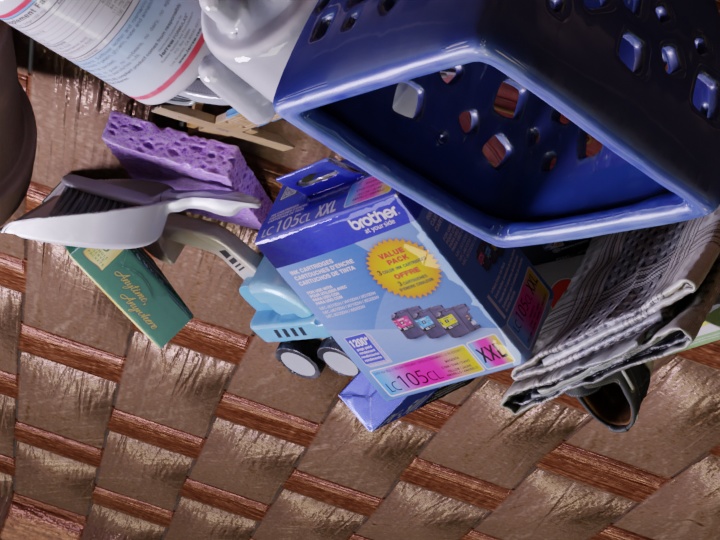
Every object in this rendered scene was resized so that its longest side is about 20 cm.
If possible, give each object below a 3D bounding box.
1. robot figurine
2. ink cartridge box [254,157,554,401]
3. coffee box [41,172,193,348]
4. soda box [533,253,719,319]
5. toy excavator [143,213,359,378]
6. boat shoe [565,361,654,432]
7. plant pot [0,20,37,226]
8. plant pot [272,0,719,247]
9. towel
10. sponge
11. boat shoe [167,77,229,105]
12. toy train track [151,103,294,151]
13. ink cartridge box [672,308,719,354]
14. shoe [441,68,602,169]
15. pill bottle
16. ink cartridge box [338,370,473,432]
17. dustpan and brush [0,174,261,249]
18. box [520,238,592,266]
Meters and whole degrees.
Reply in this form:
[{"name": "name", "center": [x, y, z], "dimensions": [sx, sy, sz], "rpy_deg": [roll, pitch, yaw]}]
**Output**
[{"name": "robot figurine", "center": [-0.025, -0.156, 1.356], "dimensions": [0.169, 0.114, 0.200], "rpy_deg": [-28, 138, 24]}, {"name": "ink cartridge box", "center": [0.022, -0.012, 1.462], "dimensions": [0.136, 0.077, 0.200], "rpy_deg": [-19, 121, 37]}, {"name": "coffee box", "center": [-0.219, -0.011, 1.842], "dimensions": [0.123, 0.044, 0.200], "rpy_deg": [48, 178, -23]}, {"name": "soda box", "center": [0.178, 0.022, 1.595], "dimensions": [0.198, 0.064, 0.068], "rpy_deg": [-13, 170, -19]}, {"name": "toy excavator", "center": [-0.085, 0.000, 1.892], "dimensions": [0.194, 0.100, 0.200], "rpy_deg": [-6, 136, 50]}, {"name": "boat shoe", "center": [0.187, 0.070, 1.720], "dimensions": [0.071, 0.068, 0.200], "rpy_deg": [7, 157, 35]}, {"name": "plant pot", "center": [-0.334, -0.142, 1.592], "dimensions": [0.198, 0.202, 0.175], "rpy_deg": [20, 142, -7]}, {"name": "plant pot", "center": [0.097, -0.140, 1.193], "dimensions": [0.199, 0.181, 0.199], "rpy_deg": [31, 157, -31]}, {"name": "towel", "center": [0.193, 0.004, 1.445], "dimensions": [0.035, 0.201, 0.192], "rpy_deg": [46, 140, -15]}, {"name": "sponge", "center": [-0.141, -0.080, 1.742], "dimensions": [0.110, 0.030, 0.200], "rpy_deg": [16, 171, 9]}, {"name": "boat shoe", "center": [-0.124, -0.157, 1.526], "dimensions": [0.199, 0.073, 0.071], "rpy_deg": [16, 172, 37]}, {"name": "toy train track", "center": [-0.088, -0.127, 1.589], "dimensions": [0.114, 0.033, 0.200], "rpy_deg": [15, 171, -22]}, {"name": "ink cartridge box", "center": [0.196, 0.011, 1.719], "dimensions": [0.198, 0.048, 0.145], "rpy_deg": [22, 161, -19]}, {"name": "shoe", "center": [0.085, -0.096, 1.457], "dimensions": [0.198, 0.092, 0.072], "rpy_deg": [8, 159, 26]}, {"name": "pill bottle", "center": [-0.191, -0.201, 1.384], "dimensions": [0.199, 0.110, 0.108], "rpy_deg": [30, 157, -31]}, {"name": "ink cartridge box", "center": [0.066, 0.067, 1.694], "dimensions": [0.044, 0.094, 0.200], "rpy_deg": [48, -155, 12]}, {"name": "dustpan and brush", "center": [-0.177, -0.052, 1.684], "dimensions": [0.198, 0.058, 0.140], "rpy_deg": [12, -163, 11]}, {"name": "box", "center": [0.075, -0.038, 1.571], "dimensions": [0.198, 0.046, 0.159], "rpy_deg": [-18, 149, 16]}]
